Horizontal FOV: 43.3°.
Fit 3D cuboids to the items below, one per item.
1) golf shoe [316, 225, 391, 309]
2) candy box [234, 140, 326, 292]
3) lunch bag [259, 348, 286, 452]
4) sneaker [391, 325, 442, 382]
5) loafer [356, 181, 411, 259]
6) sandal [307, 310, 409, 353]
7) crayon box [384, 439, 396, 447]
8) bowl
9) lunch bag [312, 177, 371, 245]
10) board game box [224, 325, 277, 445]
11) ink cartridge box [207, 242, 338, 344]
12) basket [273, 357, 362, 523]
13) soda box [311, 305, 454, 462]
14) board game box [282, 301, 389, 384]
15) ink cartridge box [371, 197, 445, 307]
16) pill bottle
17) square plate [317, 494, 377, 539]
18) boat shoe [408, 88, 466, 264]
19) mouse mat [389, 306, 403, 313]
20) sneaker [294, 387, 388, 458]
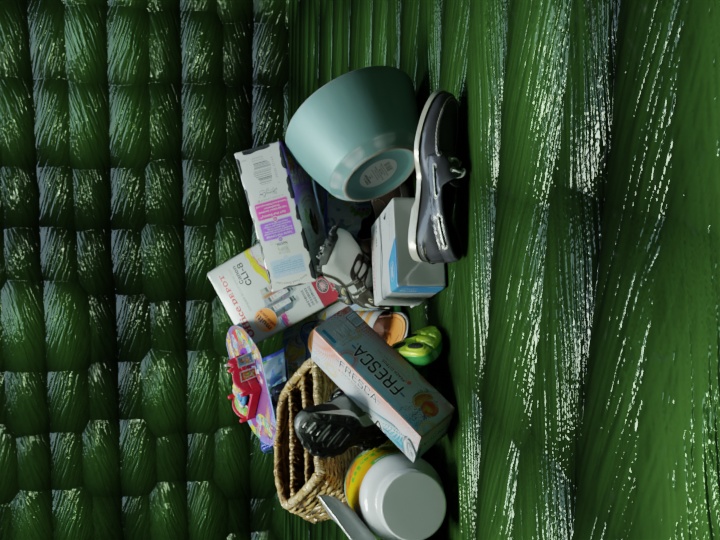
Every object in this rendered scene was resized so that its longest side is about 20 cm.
[{"bbox_3d":[0.000,0.000,1.302,0.079,0.094,0.200,-65,-22,-12],"label":"golf shoe"},{"bbox_3d":[-0.108,-0.084,1.331,0.168,0.071,0.203,-48,-57,-80],"label":"candy box"},{"bbox_3d":[-0.079,0.217,1.560,0.128,0.197,0.172,75,-173,-55],"label":"lunch bag"},{"bbox_3d":[0.071,0.132,1.203,0.084,0.074,0.200,57,157,9],"label":"sneaker"},{"bbox_3d":[0.026,-0.053,1.373,0.073,0.070,0.202,-110,23,-51],"label":"loafer"},{"bbox_3d":[-0.018,0.102,1.383,0.205,0.059,0.080,-10,64,39],"label":"sandal"},{"bbox_3d":[0.042,0.275,1.375,0.126,0.051,0.203,119,148,-71],"label":"crayon box"},{"bbox_3d":[0.007,-0.171,1.244,0.106,0.199,0.202,61,158,25],"label":"bowl"},{"bbox_3d":[-0.017,-0.125,1.477,0.201,0.125,0.172,96,169,-50],"label":"lunch bag"},{"bbox_3d":[-0.193,0.191,1.463,0.157,0.039,0.203,10,114,61],"label":"board game box"},{"bbox_3d":[-0.125,0.013,1.519,0.147,0.198,0.145,61,-167,-2],"label":"ink cartridge box"},{"bbox_3d":[-0.079,0.254,1.347,0.149,0.141,0.202,42,-145,-47],"label":"basket"},{"bbox_3d":[0.024,0.140,1.139,0.200,0.063,0.069,43,149,25],"label":"soda box"},{"bbox_3d":[-0.037,0.122,1.461,0.034,0.199,0.137,35,-145,-44],"label":"board game box"},{"bbox_3d":[0.057,-0.017,1.226,0.200,0.066,0.118,131,138,-76],"label":"ink cartridge box"},{"bbox_3d":[0.047,0.290,1.175,0.200,0.109,0.113,149,120,-78],"label":"pill bottle"},{"bbox_3d":[0.028,0.380,1.176,0.198,0.028,0.201,46,168,24],"label":"square plate"},{"bbox_3d":[0.102,-0.107,1.055,0.062,0.072,0.203,11,98,36],"label":"boat shoe"},{"bbox_3d":[0.046,0.080,1.472,0.201,0.007,0.163,107,160,-62],"label":"mouse mat"},{"bbox_3d":[-0.025,0.191,1.182,0.074,0.199,0.080,-50,61,18],"label":"sneaker"}]
